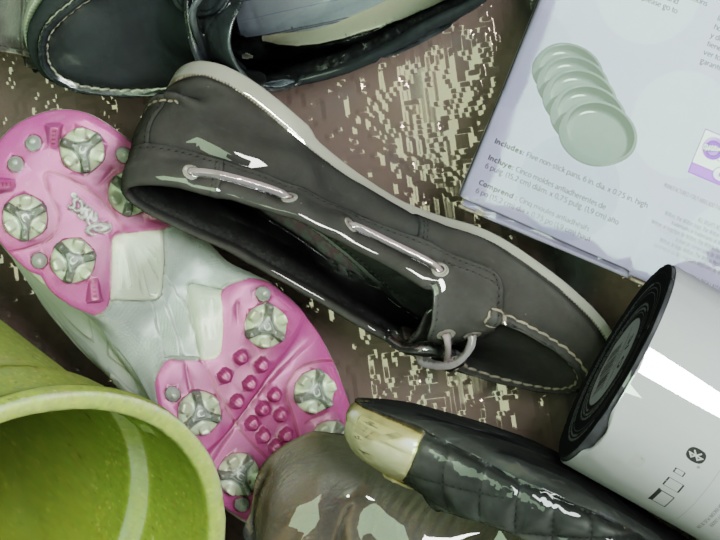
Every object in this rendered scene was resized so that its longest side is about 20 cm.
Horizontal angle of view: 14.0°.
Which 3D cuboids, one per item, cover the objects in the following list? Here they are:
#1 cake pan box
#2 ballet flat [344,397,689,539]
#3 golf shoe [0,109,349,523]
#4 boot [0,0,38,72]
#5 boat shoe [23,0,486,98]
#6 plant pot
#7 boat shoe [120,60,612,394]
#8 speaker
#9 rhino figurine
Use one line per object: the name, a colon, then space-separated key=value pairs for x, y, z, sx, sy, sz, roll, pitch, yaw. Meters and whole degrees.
cake pan box: x=0.159 y=-0.071 z=1.056 sx=0.199 sy=0.052 sz=0.185 roll=22 pitch=98 yaw=16
ballet flat: x=0.079 y=0.104 z=1.031 sx=0.199 sy=0.066 sz=0.057 roll=30 pitch=100 yaw=-2
golf shoe: x=-0.074 y=0.020 z=1.137 sx=0.075 sy=0.091 sz=0.200 roll=-40 pitch=102 yaw=-12
boot: x=-0.109 y=-0.164 z=1.143 sx=0.199 sy=0.069 sz=0.175 roll=7 pitch=102 yaw=19
boat shoe: x=-0.035 y=-0.099 z=1.097 sx=0.198 sy=0.066 sz=0.075 roll=-10 pitch=124 yaw=8
plant pot: x=-0.182 y=0.078 z=1.104 sx=0.184 sy=0.200 sz=0.201 roll=44 pitch=107 yaw=39
boat shoe: x=0.000 y=0.000 z=1.085 sx=0.199 sy=0.057 sz=0.067 roll=33 pitch=148 yaw=-5
speaker: x=0.173 y=0.081 z=1.019 sx=0.199 sy=0.081 sz=0.081 roll=29 pitch=102 yaw=-4
rhino figurine: x=0.050 y=0.108 z=1.092 sx=0.199 sy=0.060 sz=0.088 roll=6 pitch=101 yaw=-1
